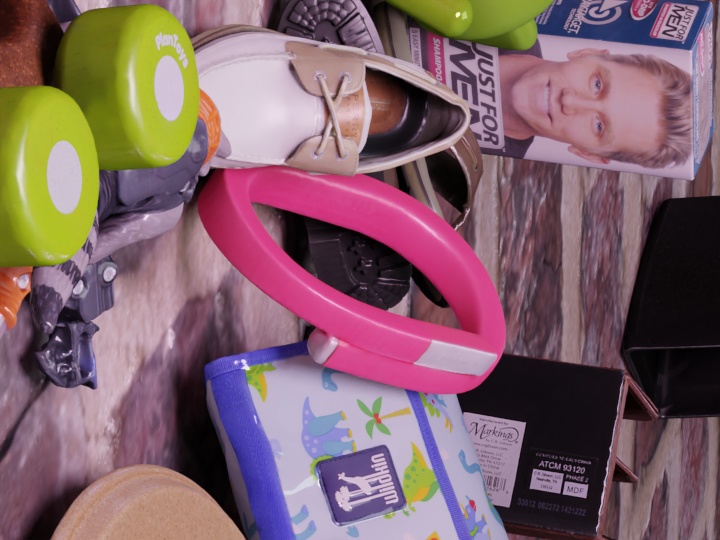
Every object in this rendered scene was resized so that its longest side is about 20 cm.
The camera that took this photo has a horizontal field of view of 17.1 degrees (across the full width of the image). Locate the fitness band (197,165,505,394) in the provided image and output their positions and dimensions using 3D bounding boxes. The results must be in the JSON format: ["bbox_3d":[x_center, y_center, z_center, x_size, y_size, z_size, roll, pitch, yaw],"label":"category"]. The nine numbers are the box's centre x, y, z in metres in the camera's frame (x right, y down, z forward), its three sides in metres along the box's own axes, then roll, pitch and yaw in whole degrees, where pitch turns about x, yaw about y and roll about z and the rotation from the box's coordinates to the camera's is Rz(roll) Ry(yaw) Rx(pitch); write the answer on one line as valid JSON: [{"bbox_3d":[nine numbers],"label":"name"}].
[{"bbox_3d":[0.000,0.000,1.276,0.199,0.144,0.037,17,122,-41],"label":"fitness band"}]

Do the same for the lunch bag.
[{"bbox_3d":[-0.007,0.125,1.300,0.200,0.127,0.171,3,64,-63],"label":"lunch bag"}]

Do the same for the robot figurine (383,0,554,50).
[{"bbox_3d":[0.059,-0.218,1.419,0.176,0.115,0.200,-56,143,-22],"label":"robot figurine"}]

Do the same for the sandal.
[{"bbox_3d":[0.044,-0.076,1.442,0.080,0.057,0.202,98,-15,-65],"label":"sandal"}]

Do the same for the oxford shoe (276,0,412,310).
[{"bbox_3d":[-0.015,-0.080,1.373,0.085,0.072,0.201,-96,180,-59],"label":"oxford shoe"}]

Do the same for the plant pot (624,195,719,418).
[{"bbox_3d":[0.376,0.030,2.406,0.200,0.198,0.179,57,33,-63],"label":"plant pot"}]

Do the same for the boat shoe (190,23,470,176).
[{"bbox_3d":[-0.023,-0.086,1.230,0.199,0.068,0.075,-10,108,-48],"label":"boat shoe"}]

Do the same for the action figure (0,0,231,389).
[{"bbox_3d":[-0.116,-0.016,1.017,0.193,0.104,0.201,-45,137,-47],"label":"action figure"}]

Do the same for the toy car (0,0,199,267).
[{"bbox_3d":[-0.164,-0.110,0.760,0.158,0.163,0.201,-50,134,-59],"label":"toy car"}]

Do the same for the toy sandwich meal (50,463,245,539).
[{"bbox_3d":[-0.112,0.195,1.143,0.205,0.070,0.207,22,64,-54],"label":"toy sandwich meal"}]

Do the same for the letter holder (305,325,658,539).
[{"bbox_3d":[0.071,0.108,1.470,0.142,0.199,0.101,39,61,-69],"label":"letter holder"}]

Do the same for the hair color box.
[{"bbox_3d":[0.123,-0.125,1.535,0.061,0.199,0.101,-61,152,-47],"label":"hair color box"}]
